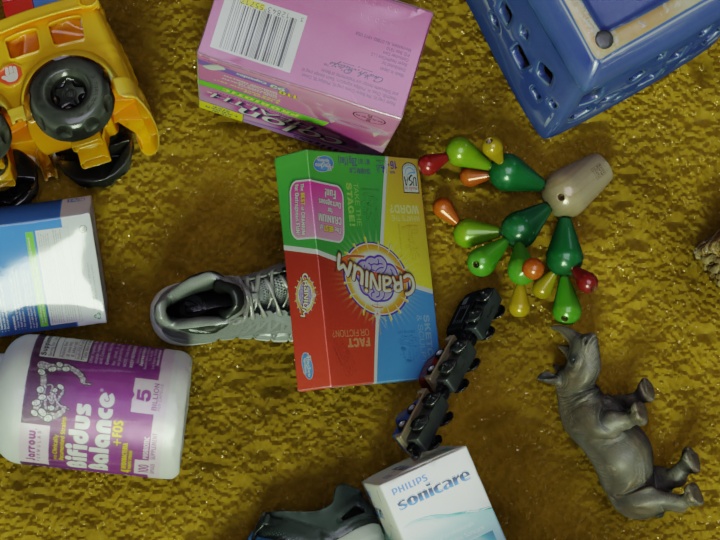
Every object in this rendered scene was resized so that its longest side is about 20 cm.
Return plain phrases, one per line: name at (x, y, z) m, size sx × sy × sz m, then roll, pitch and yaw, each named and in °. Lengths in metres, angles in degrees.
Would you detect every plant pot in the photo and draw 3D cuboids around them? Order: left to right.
plant pot at (0.214, -0.260, 1.371) m, size 0.199 × 0.180 × 0.201 m, roll -29°, pitch 87°, yaw -7°

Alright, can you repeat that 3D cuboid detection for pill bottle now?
pill bottle at (-0.248, 0.114, 1.321) m, size 0.198 × 0.112 × 0.113 m, roll 6°, pitch 83°, yaw -5°

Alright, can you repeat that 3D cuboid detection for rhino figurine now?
rhino figurine at (0.224, 0.136, 1.382) m, size 0.087 × 0.060 × 0.201 m, roll -34°, pitch 86°, yaw 36°

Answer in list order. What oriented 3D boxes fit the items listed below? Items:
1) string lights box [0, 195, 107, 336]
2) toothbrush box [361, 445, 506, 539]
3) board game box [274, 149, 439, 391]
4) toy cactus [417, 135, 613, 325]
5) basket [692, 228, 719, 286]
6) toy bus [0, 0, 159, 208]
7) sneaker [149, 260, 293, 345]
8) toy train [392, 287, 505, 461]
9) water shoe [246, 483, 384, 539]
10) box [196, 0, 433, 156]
string lights box at (-0.325, 0.003, 1.335) m, size 0.198 × 0.059 × 0.104 m, roll -7°, pitch 110°, yaw -6°
toothbrush box at (0.081, 0.257, 1.321) m, size 0.085 × 0.146 × 0.201 m, roll -24°, pitch 85°, yaw -8°
board game box at (0.000, 0.000, 1.348) m, size 0.152 × 0.040 × 0.202 m, roll -1°, pitch 83°, yaw -49°
toy cactus at (0.160, -0.056, 1.396) m, size 0.165 × 0.102 × 0.200 m, roll -36°, pitch 80°, yaw -18°
basket at (0.429, -0.026, 1.384) m, size 0.200 × 0.143 × 0.149 m, roll -38°, pitch 88°, yaw -8°
toy bus at (-0.296, -0.167, 1.346) m, size 0.199 × 0.136 × 0.193 m, roll -19°, pitch 73°, yaw -4°
sneaker at (-0.086, 0.028, 1.344) m, size 0.198 × 0.115 × 0.076 m, roll -12°, pitch 85°, yaw -6°
toy train at (0.074, 0.088, 1.348) m, size 0.034 × 0.046 × 0.201 m, roll 55°, pitch 44°, yaw -26°
water shoe at (-0.077, 0.257, 1.356) m, size 0.199 × 0.072 × 0.079 m, roll -22°, pitch 59°, yaw -6°
box at (-0.045, -0.179, 1.327) m, size 0.175 × 0.200 × 0.097 m, roll 18°, pitch 83°, yaw -4°
